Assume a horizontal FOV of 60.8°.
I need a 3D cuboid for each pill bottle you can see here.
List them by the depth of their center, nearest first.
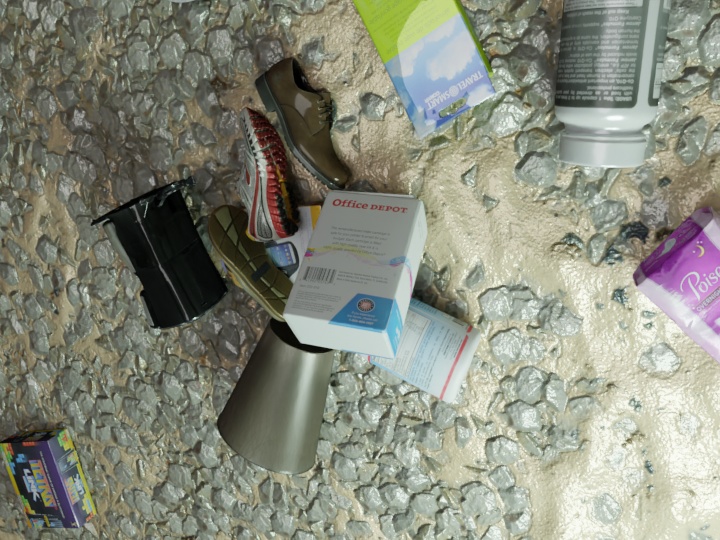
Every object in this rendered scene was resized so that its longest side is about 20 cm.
[{"bbox_3d":[0.278,-0.225,0.688,0.111,0.114,0.206,7,107,20],"label":"pill bottle"},{"bbox_3d":[0.063,0.094,0.873,0.196,0.109,0.111,25,113,15],"label":"pill bottle"}]

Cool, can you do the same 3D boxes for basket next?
[{"bbox_3d":[-0.119,0.185,0.966,0.177,0.136,0.204,26,110,12],"label":"basket"}]

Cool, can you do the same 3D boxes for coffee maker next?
[{"bbox_3d":[-0.300,-0.019,0.960,0.190,0.134,0.204,-1,119,51],"label":"coffee maker"}]

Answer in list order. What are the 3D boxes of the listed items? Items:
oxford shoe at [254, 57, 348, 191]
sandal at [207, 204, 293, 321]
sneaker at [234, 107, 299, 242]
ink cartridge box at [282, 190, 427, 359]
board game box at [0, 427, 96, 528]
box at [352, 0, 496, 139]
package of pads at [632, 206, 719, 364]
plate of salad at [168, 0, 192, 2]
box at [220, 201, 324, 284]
[{"bbox_3d":[-0.067,-0.207,0.863,0.083,0.073,0.203,-30,93,22],"label":"oxford shoe"},{"bbox_3d":[-0.167,-0.004,0.927,0.202,0.080,0.054,54,138,-4],"label":"sandal"},{"bbox_3d":[-0.153,-0.140,0.892,0.080,0.077,0.206,-16,78,22],"label":"sneaker"},{"bbox_3d":[0.000,0.000,0.824,0.141,0.204,0.085,7,151,20],"label":"ink cartridge box"},{"bbox_3d":[-0.669,0.446,1.311,0.161,0.057,0.206,-10,101,26],"label":"board game box"},{"bbox_3d":[0.084,-0.291,0.787,0.120,0.048,0.204,-25,94,27],"label":"box"},{"bbox_3d":[0.434,0.036,0.719,0.200,0.076,0.121,44,114,6],"label":"package of pads"},{"bbox_3d":[-0.244,-0.485,0.871,0.195,0.048,0.207,2,96,23],"label":"plate of salad"},{"bbox_3d":[-0.134,-0.041,0.957,0.195,0.041,0.123,1,105,25],"label":"box"}]
